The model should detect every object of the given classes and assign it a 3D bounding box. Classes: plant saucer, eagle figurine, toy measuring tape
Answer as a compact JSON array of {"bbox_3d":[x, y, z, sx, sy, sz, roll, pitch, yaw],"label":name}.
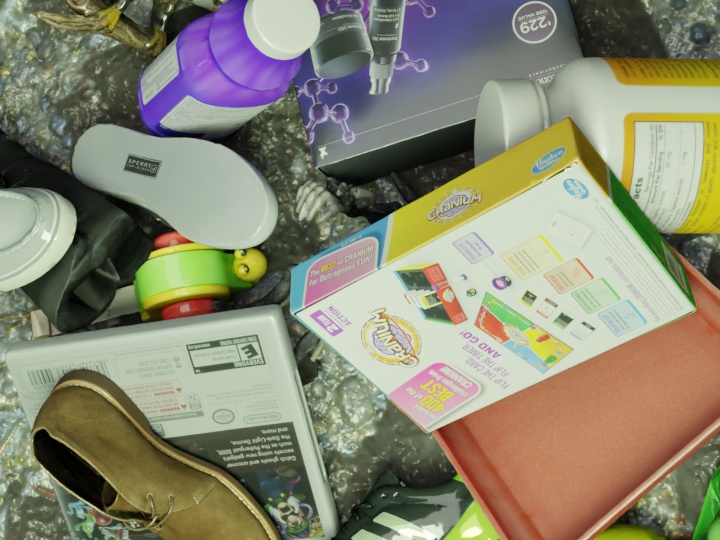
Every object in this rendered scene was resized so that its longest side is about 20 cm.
[{"bbox_3d":[0.146,0.074,0.784,0.200,0.037,0.200,-43,38,7],"label":"plant saucer"},{"bbox_3d":[-0.120,-0.241,0.889,0.151,0.152,0.200,38,110,-7],"label":"eagle figurine"},{"bbox_3d":[-0.166,0.015,0.901,0.200,0.074,0.074,-14,78,12],"label":"toy measuring tape"}]

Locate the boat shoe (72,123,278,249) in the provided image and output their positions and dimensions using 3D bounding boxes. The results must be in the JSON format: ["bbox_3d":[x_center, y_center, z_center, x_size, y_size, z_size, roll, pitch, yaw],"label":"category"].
[{"bbox_3d":[-0.126,-0.061,0.879,0.200,0.057,0.069,23,88,36],"label":"boat shoe"}]

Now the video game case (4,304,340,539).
[{"bbox_3d":[-0.129,0.120,0.853,0.200,0.023,0.182,-9,112,13],"label":"video game case"}]

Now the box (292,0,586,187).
[{"bbox_3d":[0.053,-0.157,0.869,0.200,0.079,0.141,-17,80,11],"label":"box"}]

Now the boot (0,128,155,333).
[{"bbox_3d":[-0.263,-0.006,0.904,0.200,0.066,0.165,32,92,32],"label":"boot"}]

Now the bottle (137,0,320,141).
[{"bbox_3d":[-0.090,-0.141,0.842,0.083,0.200,0.065,-5,83,-27],"label":"bottle"}]

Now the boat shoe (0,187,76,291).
[{"bbox_3d":[-0.291,-0.024,0.844,0.200,0.071,0.070,-6,71,27],"label":"boat shoe"}]

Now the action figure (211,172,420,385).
[{"bbox_3d":[0.000,0.000,0.845,0.200,0.102,0.119,-38,67,8],"label":"action figure"}]

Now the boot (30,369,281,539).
[{"bbox_3d":[-0.139,0.157,0.818,0.200,0.075,0.074,41,112,-11],"label":"boot"}]

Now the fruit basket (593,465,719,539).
[{"bbox_3d":[0.199,0.214,0.746,0.215,0.156,0.216,0,87,-3],"label":"fruit basket"}]

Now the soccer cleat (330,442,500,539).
[{"bbox_3d":[0.011,0.189,0.835,0.200,0.068,0.081,-27,70,2],"label":"soccer cleat"}]

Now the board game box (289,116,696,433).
[{"bbox_3d":[0.080,0.012,0.748,0.200,0.153,0.040,-28,40,23],"label":"board game box"}]

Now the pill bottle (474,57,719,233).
[{"bbox_3d":[0.178,-0.079,0.773,0.200,0.111,0.111,0,81,-8],"label":"pill bottle"}]
